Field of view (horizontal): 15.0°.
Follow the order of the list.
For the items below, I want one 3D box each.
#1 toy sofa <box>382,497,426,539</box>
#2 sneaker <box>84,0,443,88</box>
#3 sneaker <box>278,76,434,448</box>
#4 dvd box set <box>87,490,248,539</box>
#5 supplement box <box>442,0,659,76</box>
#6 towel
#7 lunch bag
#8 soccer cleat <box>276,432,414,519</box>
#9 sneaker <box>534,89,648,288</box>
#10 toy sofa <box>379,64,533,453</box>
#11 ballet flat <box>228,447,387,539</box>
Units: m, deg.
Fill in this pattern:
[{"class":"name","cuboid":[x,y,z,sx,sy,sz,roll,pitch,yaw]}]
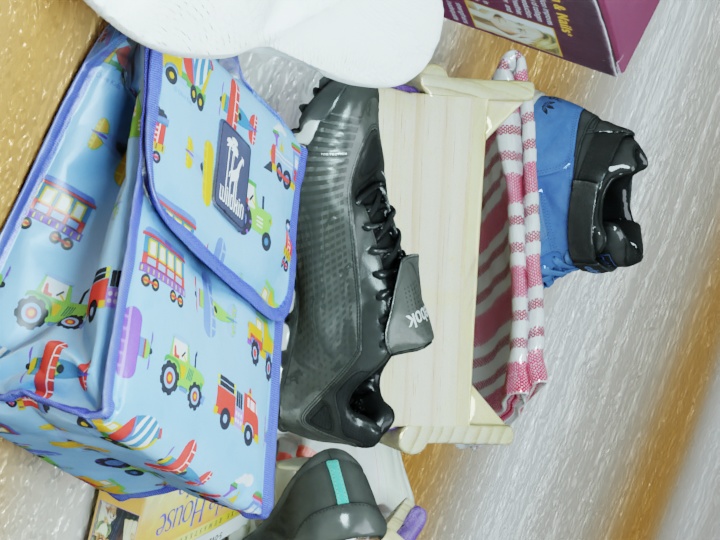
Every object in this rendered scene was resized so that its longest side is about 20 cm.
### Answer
[{"class":"toy sofa","cuboid":[-0.001,0.220,1.542,0.098,0.083,0.200,-49,180,-40]},{"class":"sneaker","cuboid":[-0.063,-0.128,1.148,0.199,0.088,0.076,19,100,-39]},{"class":"sneaker","cuboid":[0.000,0.000,1.342,0.066,0.090,0.201,-34,138,-60]},{"class":"dvd box set","cuboid":[-0.075,0.049,1.371,0.146,0.029,0.201,-20,127,-65]},{"class":"supplement box","cuboid":[0.034,-0.171,1.188,0.086,0.199,0.110,-64,160,-13]},{"class":"towel","cuboid":[0.073,-0.010,1.546,0.146,0.030,0.201,122,-32,-71]},{"class":"lunch bag","cuboid":[-0.088,-0.011,1.201,0.150,0.094,0.201,39,61,-56]},{"class":"soccer cleat","cuboid":[-0.005,0.093,1.552,0.078,0.069,0.200,-67,158,-15]},{"class":"sneaker","cuboid":[0.113,-0.004,1.698,0.077,0.111,0.201,2,108,-69]},{"class":"toy sofa","cuboid":[0.028,-0.008,1.445,0.083,0.097,0.201,-166,-102,-71]},{"class":"ballet flat","cuboid":[-0.033,0.139,1.474,0.200,0.068,0.069,139,-59,-63]}]
